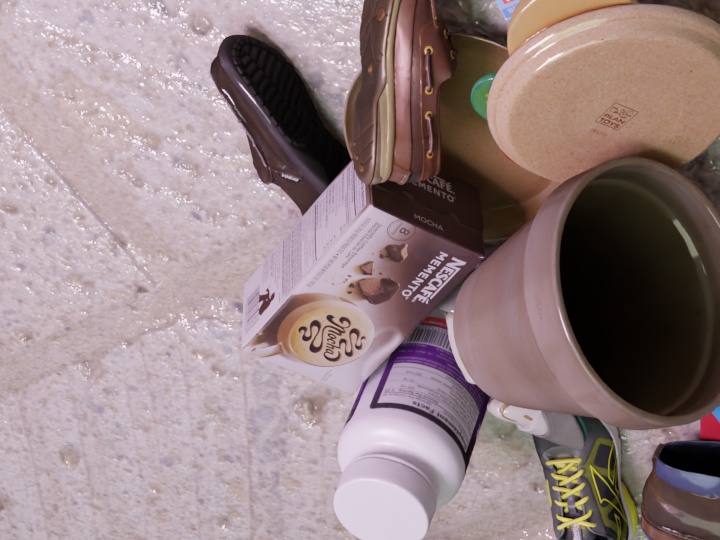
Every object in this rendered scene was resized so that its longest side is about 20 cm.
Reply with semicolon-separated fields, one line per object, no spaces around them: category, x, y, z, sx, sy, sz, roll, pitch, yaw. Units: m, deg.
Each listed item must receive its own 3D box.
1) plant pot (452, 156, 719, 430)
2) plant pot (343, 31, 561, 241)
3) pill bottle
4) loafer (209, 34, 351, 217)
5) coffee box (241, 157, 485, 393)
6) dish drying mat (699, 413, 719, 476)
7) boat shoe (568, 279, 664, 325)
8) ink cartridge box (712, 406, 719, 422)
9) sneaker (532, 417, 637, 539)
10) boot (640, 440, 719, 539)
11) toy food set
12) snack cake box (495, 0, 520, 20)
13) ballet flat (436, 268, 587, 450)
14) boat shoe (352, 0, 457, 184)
plant pot;0.166;0.033;1.268;0.200;0.201;0.173;45;145;-18
plant pot;0.084;-0.111;1.343;0.198;0.028;0.201;11;131;12
pill bottle;0.045;0.138;1.440;0.111;0.201;0.112;11;132;13
loafer;-0.068;-0.103;1.377;0.071;0.073;0.200;-20;119;31
coffee box;0.000;0.000;1.367;0.112;0.080;0.200;24;130;-24
dish drying mat;0.338;0.147;1.468;0.076;0.018;0.201;6;130;18
boat shoe;0.209;0.019;1.372;0.060;0.072;0.201;39;134;-19
ink cartridge box;0.378;0.136;1.235;0.200;0.084;0.146;50;151;-7
sneaker;0.205;0.200;1.519;0.074;0.085;0.201;-11;124;28
boot;0.342;0.208;1.454;0.198;0.075;0.097;7;133;19
toy food set;0.183;-0.130;1.221;0.198;0.049;0.198;7;143;-16
snack cake box;0.166;-0.266;1.151;0.199;0.067;0.115;-16;122;32
ballet flat;0.123;0.090;1.418;0.201;0.064;0.067;58;157;-21
boat shoe;0.038;-0.164;1.259;0.067;0.072;0.202;2;99;-17
